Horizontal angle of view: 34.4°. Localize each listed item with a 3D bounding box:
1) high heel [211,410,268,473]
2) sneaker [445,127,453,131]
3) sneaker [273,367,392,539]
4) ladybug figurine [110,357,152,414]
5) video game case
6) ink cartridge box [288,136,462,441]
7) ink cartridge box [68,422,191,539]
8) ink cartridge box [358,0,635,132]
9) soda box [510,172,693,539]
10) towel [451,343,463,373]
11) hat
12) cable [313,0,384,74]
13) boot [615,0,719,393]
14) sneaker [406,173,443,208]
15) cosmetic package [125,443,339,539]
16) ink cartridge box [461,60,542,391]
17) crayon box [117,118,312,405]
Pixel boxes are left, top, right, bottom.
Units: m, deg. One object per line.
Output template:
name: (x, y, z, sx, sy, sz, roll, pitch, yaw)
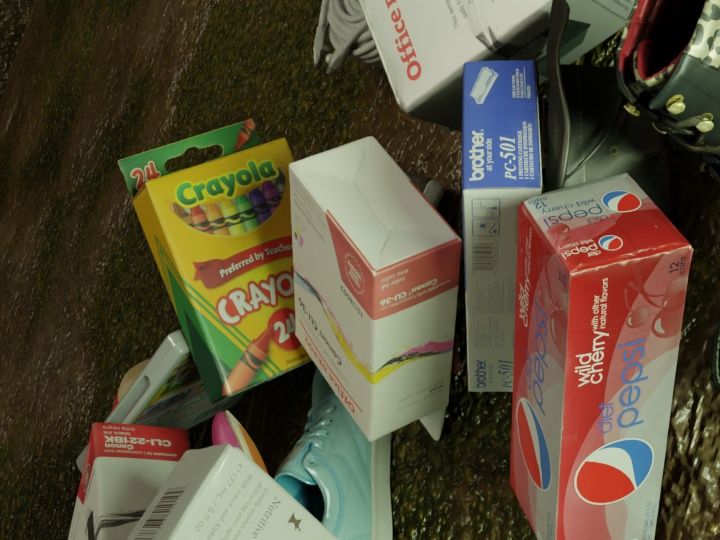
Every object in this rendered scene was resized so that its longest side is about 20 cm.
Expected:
high heel: (-0.099, 0.209, 0.854, 0.067, 0.094, 0.203, -101, -7, -81)
sneaker: (0.110, -0.193, 0.871, 0.201, 0.065, 0.079, -52, 53, 26)
sneaker: (-0.026, 0.141, 0.878, 0.074, 0.081, 0.202, -45, 39, 36)
ladybug figurine: (-0.215, 0.163, 1.159, 0.137, 0.071, 0.202, -77, 7, -54)
video game case: (-0.134, 0.089, 1.008, 0.022, 0.199, 0.182, 50, 125, 14)
ink cartridge box: (0.007, 0.028, 0.786, 0.117, 0.067, 0.202, 52, 154, 39)
ink cartridge box: (-0.171, 0.236, 0.882, 0.201, 0.082, 0.146, -117, 39, -56)
ink cartridge box: (0.100, -0.209, 0.783, 0.199, 0.083, 0.148, -32, 66, 32)
soda box: (0.118, 0.057, 0.599, 0.070, 0.062, 0.203, -115, 16, -53)
towel: (0.000, 0.000, 0.892, 0.199, 0.022, 0.146, 12, 122, 61)
hat: (0.145, -0.058, 0.688, 0.201, 0.079, 0.205, 2, -90, -84)
cable: (0.041, -0.275, 1.021, 0.199, 0.068, 0.204, -22, 54, 53)
boot: (0.178, -0.044, 0.562, 0.073, 0.152, 0.207, 15, 86, 60)
sneaker: (-0.011, -0.054, 0.953, 0.199, 0.082, 0.078, -5, 52, 59)
cosmetic package: (-0.057, 0.218, 0.745, 0.081, 0.200, 0.114, -18, 34, 56)
ink cartridge box: (0.083, -0.019, 0.697, 0.202, 0.043, 0.095, 82, -170, -53)
crayon box: (-0.092, -0.016, 0.894, 0.051, 0.125, 0.203, -30, 82, 62)
